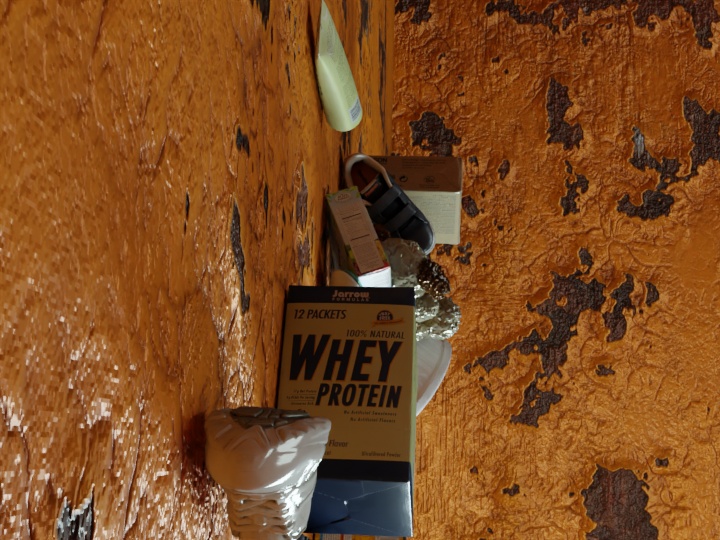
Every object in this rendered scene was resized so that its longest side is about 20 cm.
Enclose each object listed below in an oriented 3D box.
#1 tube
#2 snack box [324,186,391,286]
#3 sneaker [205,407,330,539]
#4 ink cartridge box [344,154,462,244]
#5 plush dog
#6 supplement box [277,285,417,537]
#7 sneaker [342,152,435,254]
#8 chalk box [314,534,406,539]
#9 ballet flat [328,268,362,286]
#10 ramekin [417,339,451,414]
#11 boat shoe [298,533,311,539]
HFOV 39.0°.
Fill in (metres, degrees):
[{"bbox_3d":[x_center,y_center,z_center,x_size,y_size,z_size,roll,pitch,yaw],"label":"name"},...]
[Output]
[{"bbox_3d":[-0.035,-0.245,1.257,0.058,0.052,0.200,48,-9,21],"label":"tube"},{"bbox_3d":[0.000,0.000,1.422,0.201,0.052,0.144,85,-14,-57],"label":"snack box"},{"bbox_3d":[-0.059,0.143,0.675,0.200,0.076,0.101,60,34,-80],"label":"sneaker"},{"bbox_3d":[0.076,-0.120,1.742,0.166,0.196,0.076,85,8,-60],"label":"ink cartridge box"},{"bbox_3d":[0.052,0.025,1.561,0.160,0.199,0.174,-33,145,-40],"label":"plush dog"},{"bbox_3d":[-0.008,0.150,1.061,0.201,0.132,0.203,84,8,-61],"label":"supplement box"},{"bbox_3d":[0.039,-0.103,1.611,0.200,0.078,0.079,47,3,8],"label":"sneaker"},{"bbox_3d":[0.002,0.409,1.380,0.202,0.121,0.126,88,4,-49],"label":"chalk box"},{"bbox_3d":[-0.023,0.077,1.363,0.201,0.068,0.070,85,7,-57],"label":"ballet flat"},{"bbox_3d":[0.052,0.170,1.670,0.203,0.094,0.203,-49,-167,14],"label":"ramekin"},{"bbox_3d":[-0.041,0.331,1.095,0.200,0.067,0.075,83,8,-60],"label":"boat shoe"}]
